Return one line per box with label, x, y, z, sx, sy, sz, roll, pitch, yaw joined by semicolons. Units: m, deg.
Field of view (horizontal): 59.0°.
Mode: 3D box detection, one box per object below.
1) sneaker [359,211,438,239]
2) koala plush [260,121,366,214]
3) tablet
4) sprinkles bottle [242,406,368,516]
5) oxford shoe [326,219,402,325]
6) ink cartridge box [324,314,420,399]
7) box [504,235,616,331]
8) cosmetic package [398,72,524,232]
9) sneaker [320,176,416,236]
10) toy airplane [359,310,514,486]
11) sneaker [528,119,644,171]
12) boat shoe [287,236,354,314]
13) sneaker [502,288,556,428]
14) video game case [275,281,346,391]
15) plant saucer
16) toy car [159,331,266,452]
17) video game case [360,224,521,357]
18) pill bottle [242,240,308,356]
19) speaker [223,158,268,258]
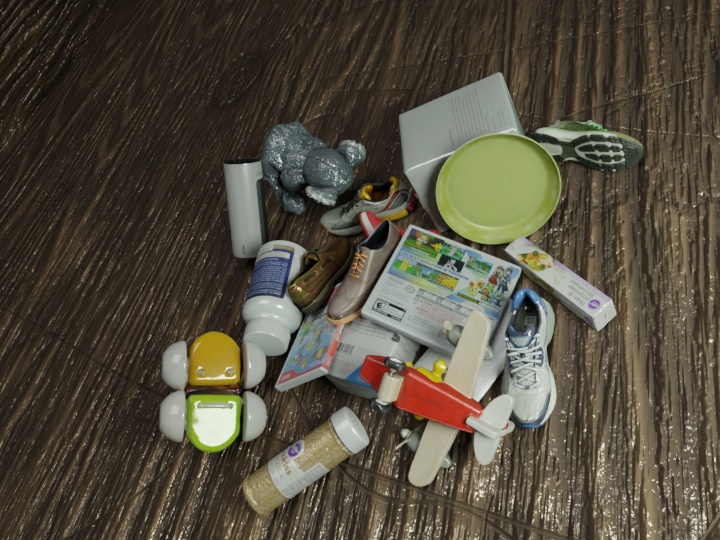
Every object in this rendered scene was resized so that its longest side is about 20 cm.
sneaker;0.080;-0.052;1.160;0.115;0.079;0.201;-28;55;-1
koala plush;-0.093;-0.210;1.325;0.199;0.184;0.178;27;72;40
tablet;0.172;0.121;0.984;0.200;0.014;0.130;-49;44;-10
sprinkles bottle;-0.084;0.292;0.974;0.199;0.068;0.068;-36;43;4
oxford shoe;0.000;0.000;1.053;0.071;0.073;0.201;15;59;37
ink cartridge box;0.036;0.107;1.046;0.115;0.068;0.201;9;61;39
box;0.298;0.014;0.967;0.039;0.041;0.200;-41;44;-2
cosmetic package;0.192;-0.206;1.130;0.198;0.168;0.167;-19;47;19
sneaker;0.006;-0.133;1.258;0.198;0.082;0.078;-20;47;21
toy airplane;0.120;0.177;0.883;0.199;0.141;0.201;-26;87;13
sneaker;0.392;-0.231;1.091;0.199;0.077;0.089;20;59;41
boat shoe;-0.071;-0.010;1.182;0.072;0.068;0.201;-30;21;37
sneaker;0.227;0.116;0.889;0.076;0.085;0.202;-8;58;25
video game case;-0.070;0.106;1.101;0.143;0.017;0.201;-29;31;45
plant saucer;0.222;-0.135;1.036;0.198;0.201;0.031;-19;30;19
toy car;-0.259;0.215;1.105;0.150;0.173;0.202;133;136;-60
video game case;0.128;0.034;1.004;0.199;0.022;0.183;23;65;18
pill bottle;-0.158;0.053;1.193;0.110;0.111;0.201;-12;49;26
speaker;-0.238;-0.132;1.333;0.080;0.202;0.081;-2;18;1
